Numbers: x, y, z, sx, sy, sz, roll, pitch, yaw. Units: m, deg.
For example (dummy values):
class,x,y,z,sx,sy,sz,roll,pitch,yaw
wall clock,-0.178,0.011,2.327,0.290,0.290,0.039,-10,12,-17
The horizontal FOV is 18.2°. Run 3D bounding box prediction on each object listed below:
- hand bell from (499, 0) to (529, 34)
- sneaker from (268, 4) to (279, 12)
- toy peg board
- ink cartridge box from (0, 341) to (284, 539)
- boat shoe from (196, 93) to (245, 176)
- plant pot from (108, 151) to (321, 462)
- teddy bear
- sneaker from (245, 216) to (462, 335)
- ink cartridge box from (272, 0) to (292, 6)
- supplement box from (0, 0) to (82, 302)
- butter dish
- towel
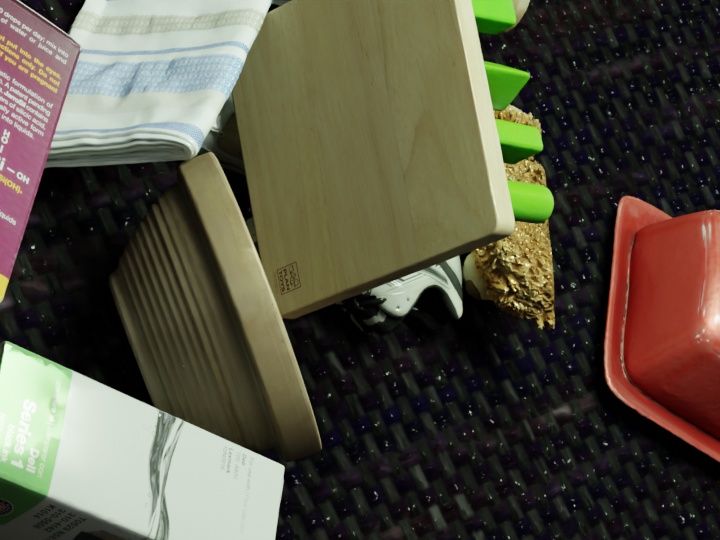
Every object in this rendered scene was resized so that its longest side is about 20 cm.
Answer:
class,x,y,z,sx,sy,sz,roll,pitch,yaw
hand bell,0.025,-0.233,1.729,0.199,0.104,0.105,-5,71,-30
sneaker,-0.044,-0.258,1.633,0.070,0.090,0.200,35,54,11
toy peg board,0.026,-0.088,1.469,0.098,0.199,0.201,6,69,-48
ink cartridge box,-0.164,0.134,1.294,0.199,0.146,0.085,27,53,-29
boat shoe,-0.076,-0.104,1.561,0.199,0.068,0.075,26,52,-30
plant pot,-0.100,0.034,1.417,0.092,0.201,0.202,-20,79,-4
teddy bear,0.108,-0.040,1.673,0.066,0.145,0.201,-4,57,5
sneaker,0.000,0.000,1.569,0.199,0.076,0.088,4,68,-39
ink cartridge box,0.009,-0.296,1.562,0.199,0.084,0.177,-26,122,-31
supplement box,-0.260,-0.060,1.324,0.103,0.131,0.201,33,50,-27
butter dish,0.304,0.036,1.775,0.199,0.148,0.201,30,51,-26
towel,-0.142,-0.140,1.476,0.201,0.146,0.024,-68,148,-41
